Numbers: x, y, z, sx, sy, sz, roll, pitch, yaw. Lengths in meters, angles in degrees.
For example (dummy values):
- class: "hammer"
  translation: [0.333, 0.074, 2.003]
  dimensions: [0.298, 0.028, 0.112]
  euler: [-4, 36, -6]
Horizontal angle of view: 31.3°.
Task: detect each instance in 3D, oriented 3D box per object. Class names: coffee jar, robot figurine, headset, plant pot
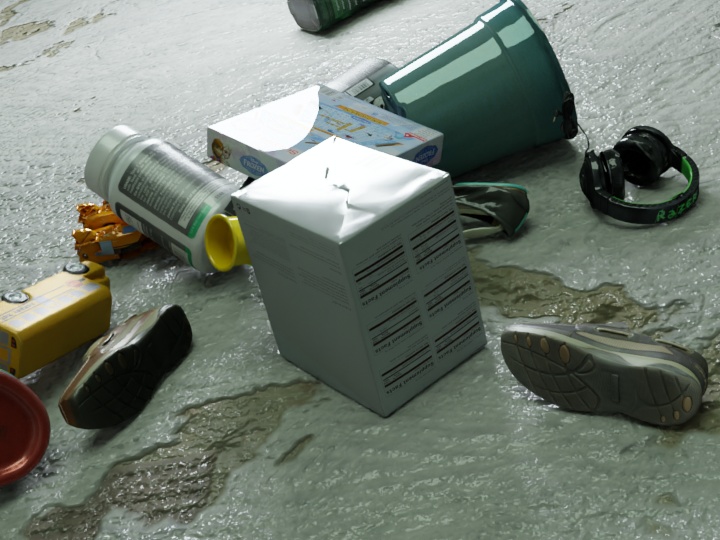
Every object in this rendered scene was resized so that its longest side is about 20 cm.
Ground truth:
- class: "coffee jar"
  translation: [-0.024, -0.493, 2.246]
  dimensions: [0.199, 0.086, 0.104]
  euler: [-31, 30, -23]
- class: "robot figurine"
  translation: [-0.275, -0.070, 1.689]
  dimensions: [0.198, 0.059, 0.145]
  euler: [-16, 32, 1]
- class: "headset"
  translation: [0.299, -0.130, 1.476]
  dimensions: [0.123, 0.094, 0.200]
  euler: [-28, 43, -20]
- class: "plant pot"
  translation: [0.139, -0.213, 1.614]
  dimensions: [0.195, 0.201, 0.200]
  euler: [-26, 30, -2]

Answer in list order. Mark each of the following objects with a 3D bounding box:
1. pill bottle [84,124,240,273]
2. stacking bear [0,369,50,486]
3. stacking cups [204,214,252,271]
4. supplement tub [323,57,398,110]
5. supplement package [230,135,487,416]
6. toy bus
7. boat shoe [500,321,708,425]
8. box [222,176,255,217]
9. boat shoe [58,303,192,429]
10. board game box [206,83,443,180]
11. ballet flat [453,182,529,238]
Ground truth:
- class: "pill bottle"
  translation: [-0.236, -0.092, 1.583]
  dimensions: [0.199, 0.114, 0.113]
  euler: [33, 50, 19]
- class: "stacking bear"
  translation: [-0.407, 0.147, 1.345]
  dimensions: [0.113, 0.122, 0.200]
  euler: [19, -2, -32]
- class: "stacking cups"
  translation: [-0.072, -0.043, 1.395]
  dimensions: [0.199, 0.061, 0.060]
  euler: [-12, 21, -40]
- class: "supplement tub"
  translation: [-0.026, -0.187, 1.700]
  dimensions: [0.122, 0.123, 0.200]
  euler: [17, 44, 43]
- class: "supplement package"
  translation: [0.000, 0.000, 1.297]
  dimensions: [0.147, 0.201, 0.191]
  euler: [-32, 34, -26]
- class: "toy bus"
  translation: [-0.352, 0.053, 1.475]
  dimensions: [0.078, 0.066, 0.200]
  euler: [19, 26, 22]
- class: "boat shoe"
  translation: [0.225, 0.087, 1.185]
  dimensions: [0.199, 0.075, 0.073]
  euler: [17, 32, 30]
- class: "box"
  translation: [-0.064, -0.068, 1.514]
  dimensions: [0.157, 0.050, 0.200]
  euler: [27, 38, 1]
- class: "boat shoe"
  translation: [-0.260, 0.105, 1.387]
  dimensions: [0.073, 0.076, 0.200]
  euler: [-3, 24, 30]
- class: "board game box"
  translation: [-0.041, -0.146, 1.498]
  dimensions: [0.199, 0.041, 0.199]
  euler: [27, 37, 32]
- class: "ballet flat"
  translation: [0.098, -0.076, 1.503]
  dimensions: [0.199, 0.068, 0.069]
  euler: [9, 77, 28]
